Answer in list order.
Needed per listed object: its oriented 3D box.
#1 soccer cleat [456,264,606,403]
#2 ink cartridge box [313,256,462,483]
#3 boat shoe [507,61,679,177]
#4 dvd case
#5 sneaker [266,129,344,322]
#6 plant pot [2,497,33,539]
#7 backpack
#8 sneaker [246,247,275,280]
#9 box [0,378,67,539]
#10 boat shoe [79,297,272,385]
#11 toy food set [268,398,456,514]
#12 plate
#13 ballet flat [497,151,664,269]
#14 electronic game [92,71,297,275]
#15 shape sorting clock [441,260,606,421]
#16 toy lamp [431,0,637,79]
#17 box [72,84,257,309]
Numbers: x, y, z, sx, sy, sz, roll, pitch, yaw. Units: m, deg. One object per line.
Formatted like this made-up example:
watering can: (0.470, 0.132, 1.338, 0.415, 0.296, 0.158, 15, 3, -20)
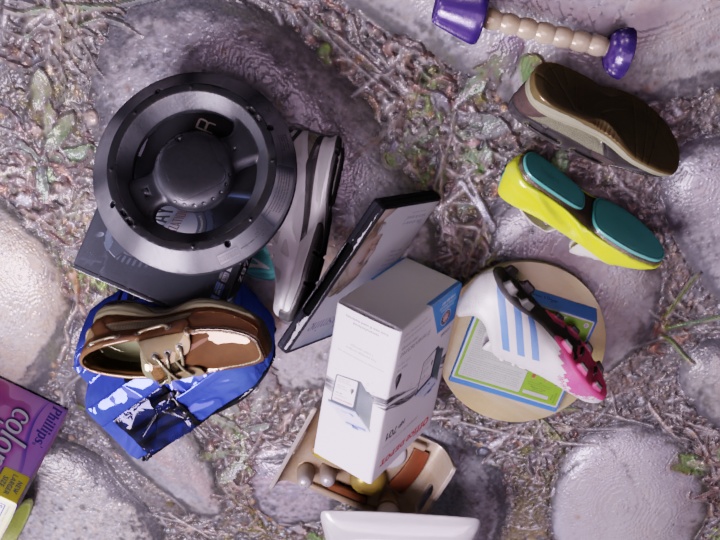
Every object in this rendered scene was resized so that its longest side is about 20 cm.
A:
soccer cleat: (0.188, 0.080, 1.017, 0.086, 0.070, 0.200, -37, 104, 29)
ink cartridge box: (0.030, 0.108, 1.021, 0.085, 0.146, 0.203, 22, 121, 25)
boat shoe: (0.239, -0.147, 0.940, 0.199, 0.073, 0.066, 21, 156, -24)
dvd case: (0.000, 0.000, 0.988, 0.018, 0.142, 0.201, 42, 115, 16)
sneaker: (-0.091, -0.053, 0.982, 0.114, 0.076, 0.204, 12, 89, 8)
plant pot: (-0.555, 0.327, 1.166, 0.189, 0.200, 0.201, 33, 115, 0)
backpack: (-0.201, 0.085, 1.015, 0.198, 0.163, 0.168, -28, 123, 13)
sneaker: (-0.165, -0.043, 1.003, 0.198, 0.080, 0.078, 30, 115, -12)
box: (-0.481, 0.208, 1.091, 0.198, 0.177, 0.097, 30, 115, -11)
boat shoe: (-0.180, 0.077, 0.875, 0.197, 0.074, 0.076, -2, 128, 24)
toy food set: (0.001, 0.258, 1.156, 0.198, 0.061, 0.145, 24, 116, -10)
plate: (0.050, 0.367, 1.180, 0.196, 0.033, 0.201, 2, 141, 3)
ballet flat: (0.233, -0.054, 0.993, 0.198, 0.067, 0.067, 32, 136, -10)
electronic game: (-0.159, -0.095, 0.883, 0.196, 0.042, 0.203, 0, 77, 1)
shape sorting clock: (0.186, 0.084, 1.070, 0.196, 0.039, 0.203, 1, 113, 1)
toy lamp: (0.168, -0.236, 0.902, 0.197, 0.058, 0.059, 14, 117, -6)
box: (-0.176, -0.063, 0.925, 0.158, 0.044, 0.202, 23, 87, 3)
